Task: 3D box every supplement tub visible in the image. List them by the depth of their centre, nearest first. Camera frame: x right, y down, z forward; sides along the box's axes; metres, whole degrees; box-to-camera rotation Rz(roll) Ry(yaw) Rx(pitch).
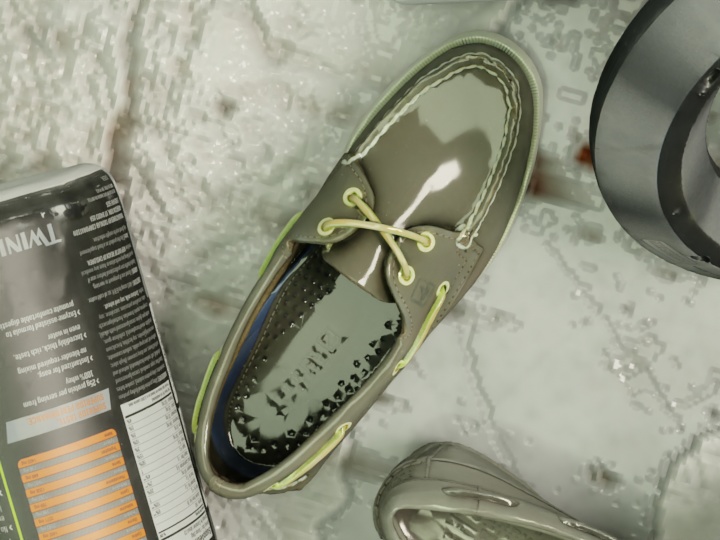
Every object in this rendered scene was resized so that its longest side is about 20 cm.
[{"bbox_3d":[-0.126,0.069,0.897,0.122,0.123,0.200,-13,96,12],"label":"supplement tub"}]

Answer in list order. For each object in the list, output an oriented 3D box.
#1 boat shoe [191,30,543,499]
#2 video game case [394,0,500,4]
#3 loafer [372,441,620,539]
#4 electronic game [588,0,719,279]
[{"bbox_3d":[0.003,0.002,0.894,0.072,0.060,0.202,34,104,3],"label":"boat shoe"},{"bbox_3d":[0.082,-0.196,0.829,0.182,0.023,0.200,3,101,36],"label":"video game case"},{"bbox_3d":[0.092,0.135,0.895,0.200,0.070,0.070,29,103,5],"label":"loafer"},{"bbox_3d":[0.175,-0.061,0.805,0.200,0.200,0.042,-24,50,13],"label":"electronic game"}]
